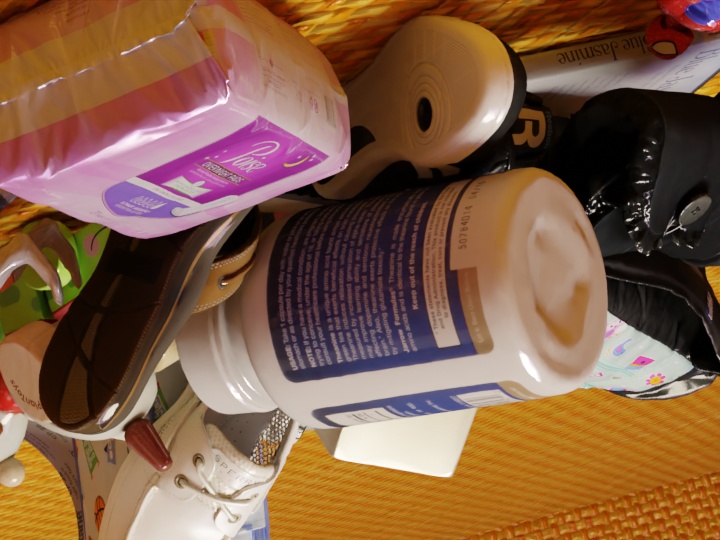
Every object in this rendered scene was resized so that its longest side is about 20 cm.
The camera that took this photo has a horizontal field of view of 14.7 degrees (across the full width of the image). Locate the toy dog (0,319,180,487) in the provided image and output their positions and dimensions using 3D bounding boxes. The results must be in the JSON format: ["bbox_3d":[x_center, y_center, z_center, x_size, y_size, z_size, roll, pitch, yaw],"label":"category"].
[{"bbox_3d":[-0.148,0.078,1.456,0.132,0.096,0.200,-28,175,-14],"label":"toy dog"}]

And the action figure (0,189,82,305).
[{"bbox_3d":[-0.240,0.003,1.399,0.193,0.105,0.200,-12,-162,0],"label":"action figure"}]

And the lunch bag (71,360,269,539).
[{"bbox_3d":[-0.119,0.089,1.629,0.075,0.201,0.160,-6,-179,-27],"label":"lunch bag"}]

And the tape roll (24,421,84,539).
[{"bbox_3d":[-0.216,0.148,1.762,0.200,0.200,0.085,-9,165,-39],"label":"tape roll"}]

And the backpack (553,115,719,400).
[{"bbox_3d":[0.117,-0.008,1.572,0.126,0.167,0.200,-28,155,25],"label":"backpack"}]

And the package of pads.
[{"bbox_3d":[-0.086,-0.072,1.225,0.120,0.076,0.200,-19,169,12],"label":"package of pads"}]

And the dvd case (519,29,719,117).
[{"bbox_3d":[0.113,-0.097,1.568,0.200,0.018,0.143,-14,167,-22],"label":"dvd case"}]

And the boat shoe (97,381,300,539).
[{"bbox_3d":[-0.078,0.102,1.520,0.071,0.200,0.069,30,171,-23],"label":"boat shoe"}]

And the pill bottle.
[{"bbox_3d":[0.012,0.018,1.383,0.200,0.111,0.111,-10,174,31],"label":"pill bottle"}]

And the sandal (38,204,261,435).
[{"bbox_3d":[-0.083,-0.004,1.355,0.082,0.200,0.055,16,165,46],"label":"sandal"}]

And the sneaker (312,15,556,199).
[{"bbox_3d":[0.060,-0.081,1.397,0.112,0.073,0.200,0,172,-25],"label":"sneaker"}]

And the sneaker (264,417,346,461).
[{"bbox_3d":[-0.064,0.060,1.749,0.200,0.081,0.075,19,163,-19],"label":"sneaker"}]

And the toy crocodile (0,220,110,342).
[{"bbox_3d":[-0.175,0.014,1.539,0.200,0.062,0.067,-27,166,35],"label":"toy crocodile"}]

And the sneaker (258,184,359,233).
[{"bbox_3d":[0.000,0.000,1.485,0.200,0.082,0.070,11,-167,22],"label":"sneaker"}]

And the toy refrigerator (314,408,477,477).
[{"bbox_3d":[0.000,0.038,1.606,0.076,0.070,0.200,11,-161,-22],"label":"toy refrigerator"}]

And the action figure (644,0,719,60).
[{"bbox_3d":[0.208,-0.152,1.388,0.065,0.052,0.200,-16,172,-39],"label":"action figure"}]

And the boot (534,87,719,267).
[{"bbox_3d":[0.188,-0.073,1.423,0.200,0.076,0.168,-46,155,26],"label":"boot"}]
